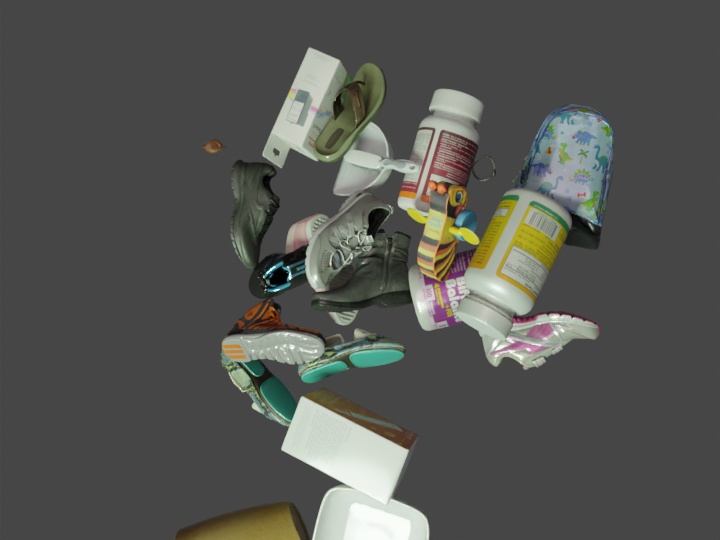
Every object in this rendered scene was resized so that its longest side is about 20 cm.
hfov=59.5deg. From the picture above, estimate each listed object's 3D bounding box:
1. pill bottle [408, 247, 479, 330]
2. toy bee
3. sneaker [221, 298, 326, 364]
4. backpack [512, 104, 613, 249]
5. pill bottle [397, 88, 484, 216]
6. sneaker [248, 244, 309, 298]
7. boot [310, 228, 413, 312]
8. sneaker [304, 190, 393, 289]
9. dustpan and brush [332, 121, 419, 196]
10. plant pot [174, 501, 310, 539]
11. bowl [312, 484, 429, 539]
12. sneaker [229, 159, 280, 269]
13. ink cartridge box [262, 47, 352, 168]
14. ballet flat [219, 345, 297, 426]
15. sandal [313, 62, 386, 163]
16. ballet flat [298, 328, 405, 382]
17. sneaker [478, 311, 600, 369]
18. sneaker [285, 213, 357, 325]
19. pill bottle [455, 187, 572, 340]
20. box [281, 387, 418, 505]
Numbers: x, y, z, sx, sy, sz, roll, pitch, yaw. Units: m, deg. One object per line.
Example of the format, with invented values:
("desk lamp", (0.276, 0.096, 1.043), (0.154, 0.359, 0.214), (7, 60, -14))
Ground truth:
("pill bottle", (0.186, 0.023, 1.042), (0.195, 0.112, 0.115), (-16, 83, 13))
("toy bee", (0.125, -0.091, 0.965), (0.129, 0.108, 0.206), (-2, 77, 37))
("sneaker", (-0.143, 0.099, 1.109), (0.195, 0.113, 0.079), (0, 129, 19))
("backpack", (0.334, -0.160, 1.013), (0.160, 0.154, 0.204), (19, 79, 20))
("pill bottle", (0.139, -0.192, 1.067), (0.107, 0.109, 0.205), (17, 91, 14))
("sneaker", (-0.150, 0.007, 1.097), (0.198, 0.081, 0.075), (-25, 91, 47))
("boot", (0.000, 0.000, 1.084), (0.196, 0.069, 0.135), (-4, 84, -27))
("sneaker", (-0.019, -0.053, 1.024), (0.081, 0.075, 0.202), (14, 59, 35))
("dustpan and brush", (0.030, -0.186, 1.086), (0.197, 0.057, 0.143), (19, 91, 35))
("plant pot", (-0.190, 0.490, 1.085), (0.197, 0.187, 0.190), (-27, 81, -2))
("bowl", (0.018, 0.474, 1.076), (0.195, 0.075, 0.205), (11, 90, 14))
("sneaker", (-0.193, -0.105, 1.166), (0.088, 0.076, 0.206), (-1, 89, 6))
("ink cartridge box", (-0.092, -0.274, 1.125), (0.066, 0.117, 0.204), (25, 93, 11))
("ballet flat", (-0.188, 0.213, 1.155), (0.074, 0.074, 0.201), (-41, 77, 8))
("sandal", (-0.018, -0.281, 1.098), (0.079, 0.057, 0.204), (21, 75, 30))
("ballet flat", (-0.019, 0.138, 1.105), (0.195, 0.074, 0.076), (-14, 83, 9))
("sneaker", (0.290, 0.115, 1.032), (0.195, 0.081, 0.091), (-6, 87, 21))
("sneaker", (-0.072, 0.000, 1.134), (0.103, 0.075, 0.205), (-3, 111, 49))
("pill bottle", (0.220, -0.007, 0.925), (0.111, 0.113, 0.203), (26, 82, 14))
("box", (-0.014, 0.292, 1.068), (0.196, 0.124, 0.099), (24, 92, 13))
